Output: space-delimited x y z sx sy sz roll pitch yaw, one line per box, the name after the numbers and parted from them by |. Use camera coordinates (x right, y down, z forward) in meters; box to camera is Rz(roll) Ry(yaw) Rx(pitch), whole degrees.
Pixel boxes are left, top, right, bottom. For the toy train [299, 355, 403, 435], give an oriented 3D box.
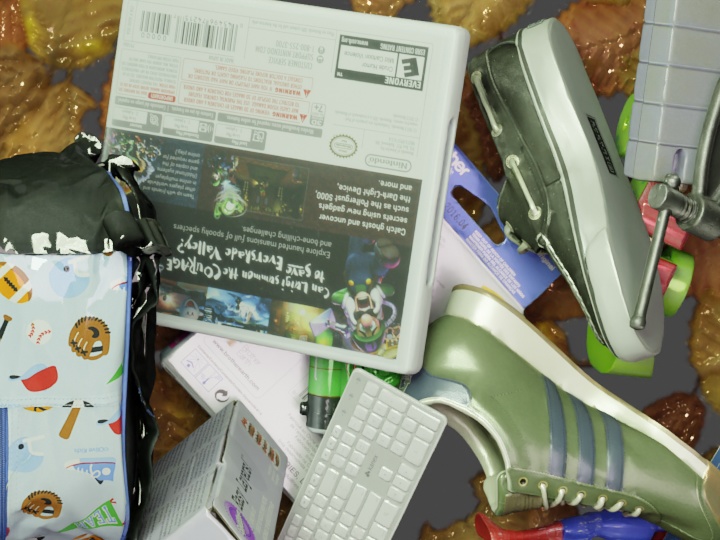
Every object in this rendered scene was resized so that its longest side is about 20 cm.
0.000 0.000 1.517 0.056 0.042 0.200 4 96 2 | toy train

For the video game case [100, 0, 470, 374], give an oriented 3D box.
-0.047 -0.052 1.499 0.200 0.023 0.182 10 95 24 | video game case

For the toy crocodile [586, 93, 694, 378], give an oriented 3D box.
0.167 -0.038 1.565 0.067 0.062 0.200 20 92 -11 | toy crocodile

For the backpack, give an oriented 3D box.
-0.166 0.043 1.396 0.154 0.200 0.191 -8 104 -6 | backpack

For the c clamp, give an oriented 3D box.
0.231 -0.032 1.526 0.200 0.027 0.171 16 84 -35 | c clamp

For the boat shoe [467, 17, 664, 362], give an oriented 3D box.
0.110 -0.036 1.528 0.064 0.071 0.200 -25 66 21 | boat shoe

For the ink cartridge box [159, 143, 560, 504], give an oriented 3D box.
0.001 0.024 1.557 0.200 0.042 0.119 -42 100 0 | ink cartridge box

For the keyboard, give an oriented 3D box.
-0.011 0.138 1.523 0.056 0.011 0.200 32 127 12 | keyboard

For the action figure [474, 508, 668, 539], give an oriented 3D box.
0.162 0.150 1.593 0.200 0.052 0.066 -5 102 -13 | action figure

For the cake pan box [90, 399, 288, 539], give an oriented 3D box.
-0.124 0.162 1.456 0.184 0.200 0.052 -41 99 9 | cake pan box

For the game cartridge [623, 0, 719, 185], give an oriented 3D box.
0.232 -0.106 1.545 0.200 0.038 0.130 4 92 -36 | game cartridge

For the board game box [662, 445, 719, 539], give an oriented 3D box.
0.214 0.201 1.582 0.135 0.034 0.200 26 101 -24 | board game box

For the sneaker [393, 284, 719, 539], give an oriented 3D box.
0.104 0.102 1.501 0.200 0.067 0.090 38 72 1 | sneaker
